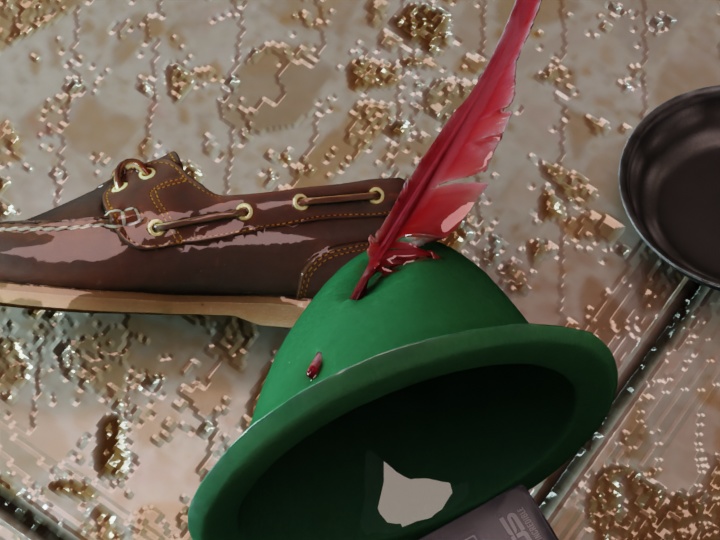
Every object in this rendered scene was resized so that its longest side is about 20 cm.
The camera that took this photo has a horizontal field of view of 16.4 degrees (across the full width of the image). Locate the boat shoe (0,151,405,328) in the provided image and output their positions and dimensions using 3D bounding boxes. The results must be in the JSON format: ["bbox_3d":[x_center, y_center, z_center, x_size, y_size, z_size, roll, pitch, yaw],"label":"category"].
[{"bbox_3d":[-0.077,-0.014,1.031,0.200,0.070,0.070,2,96,-10],"label":"boat shoe"}]

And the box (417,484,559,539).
[{"bbox_3d":[0.044,0.205,0.954,0.158,0.051,0.200,-28,70,-15],"label":"box"}]

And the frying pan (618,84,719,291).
[{"bbox_3d":[0.158,-0.061,1.093,0.115,0.031,0.190,-11,53,-10],"label":"frying pan"}]

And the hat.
[{"bbox_3d":[0.000,0.000,0.992,0.200,0.166,0.176,-13,61,-19],"label":"hat"}]
